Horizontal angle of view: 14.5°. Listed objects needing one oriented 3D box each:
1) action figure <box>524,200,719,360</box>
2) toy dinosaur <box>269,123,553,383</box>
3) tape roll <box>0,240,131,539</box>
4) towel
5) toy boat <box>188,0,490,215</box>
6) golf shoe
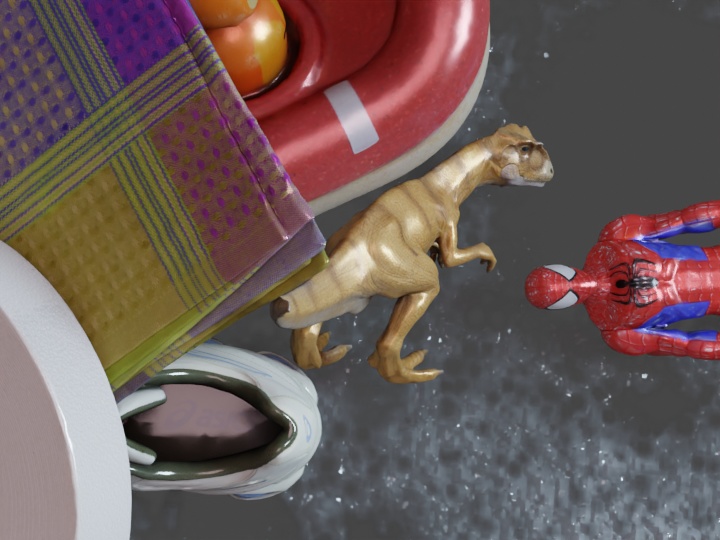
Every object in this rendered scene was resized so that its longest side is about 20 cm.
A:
[{"bbox_3d":[0.166,0.002,1.154,0.200,0.052,0.065,-3,90,-5],"label":"action figure"},{"bbox_3d":[0.000,0.000,1.097,0.060,0.106,0.200,27,40,22],"label":"toy dinosaur"},{"bbox_3d":[-0.176,0.074,1.049,0.203,0.037,0.203,6,102,29],"label":"tape roll"},{"bbox_3d":[-0.105,-0.053,1.032,0.144,0.023,0.200,-37,75,28],"label":"towel"},{"bbox_3d":[-0.049,-0.094,1.074,0.200,0.131,0.131,-26,58,-9],"label":"toy boat"},{"bbox_3d":[-0.113,0.051,1.088,0.200,0.097,0.078,1,88,-6],"label":"golf shoe"}]
